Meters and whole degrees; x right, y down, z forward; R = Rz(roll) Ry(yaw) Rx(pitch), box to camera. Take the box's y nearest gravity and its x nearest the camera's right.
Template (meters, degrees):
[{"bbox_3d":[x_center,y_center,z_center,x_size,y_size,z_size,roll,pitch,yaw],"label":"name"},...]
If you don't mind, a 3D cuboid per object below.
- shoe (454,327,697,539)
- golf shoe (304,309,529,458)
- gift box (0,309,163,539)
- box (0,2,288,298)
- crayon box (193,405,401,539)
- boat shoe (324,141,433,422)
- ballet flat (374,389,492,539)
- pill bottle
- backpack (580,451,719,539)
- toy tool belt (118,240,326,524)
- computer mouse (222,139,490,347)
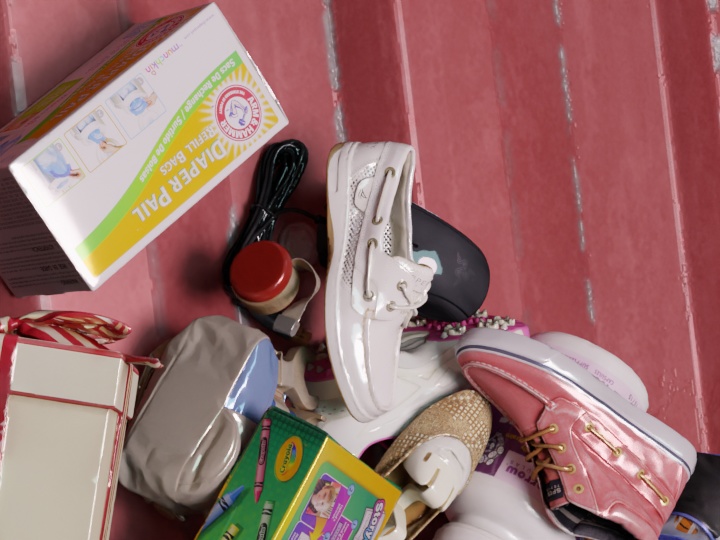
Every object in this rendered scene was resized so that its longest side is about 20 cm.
[{"bbox_3d":[0.145,0.125,1.649,0.200,0.071,0.091,32,62,-8],"label":"shoe"},{"bbox_3d":[0.042,0.085,1.711,0.200,0.075,0.092,-14,107,-29],"label":"golf shoe"},{"bbox_3d":[-0.223,0.112,1.409,0.184,0.200,0.187,8,83,-6],"label":"gift box"},{"bbox_3d":[-0.165,-0.082,1.544,0.200,0.112,0.101,-43,111,-30],"label":"box"},{"bbox_3d":[-0.062,0.206,1.539,0.200,0.058,0.119,-61,146,-10],"label":"crayon box"},{"bbox_3d":[0.016,0.006,1.604,0.071,0.069,0.200,8,79,-69],"label":"boat shoe"},{"bbox_3d":[0.031,0.172,1.654,0.200,0.065,0.071,-48,113,-3],"label":"ballet flat"},{"bbox_3d":[0.130,0.155,1.735,0.112,0.112,0.200,42,65,-25],"label":"pill bottle"},{"bbox_3d":[0.256,0.239,1.780,0.154,0.200,0.191,-47,119,-22],"label":"backpack"},{"bbox_3d":[-0.086,0.090,1.603,0.200,0.125,0.123,-64,151,-16],"label":"toy tool belt"},{"bbox_3d":[0.000,0.000,1.666,0.200,0.046,0.141,29,72,-13],"label":"computer mouse"}]
